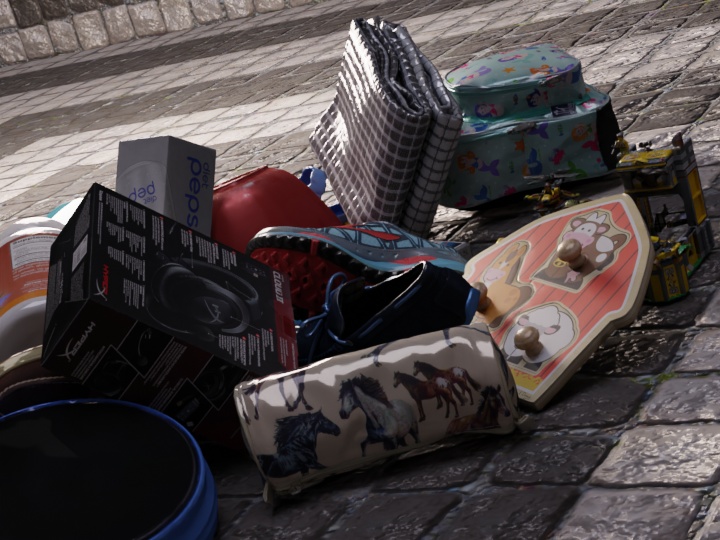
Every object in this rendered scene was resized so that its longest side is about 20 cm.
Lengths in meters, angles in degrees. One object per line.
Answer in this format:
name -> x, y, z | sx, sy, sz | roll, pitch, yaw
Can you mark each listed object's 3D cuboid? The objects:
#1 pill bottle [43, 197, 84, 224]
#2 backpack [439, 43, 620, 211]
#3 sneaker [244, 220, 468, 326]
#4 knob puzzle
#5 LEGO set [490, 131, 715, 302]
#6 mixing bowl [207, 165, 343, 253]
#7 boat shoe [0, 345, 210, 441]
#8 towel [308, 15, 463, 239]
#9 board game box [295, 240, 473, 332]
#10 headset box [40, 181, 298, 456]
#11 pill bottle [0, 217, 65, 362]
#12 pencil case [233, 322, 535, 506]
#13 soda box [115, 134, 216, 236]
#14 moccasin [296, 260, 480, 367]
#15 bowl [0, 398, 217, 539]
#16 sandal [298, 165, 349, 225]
pill bottle -> -0.298, -0.009, 1.739 | 0.110, 0.111, 0.200 | -11, 17, 15
backpack -> 0.152, -0.142, 1.711 | 0.199, 0.151, 0.178 | -21, 18, 0
sneaker -> 0.000, 0.000, 1.412 | 0.199, 0.080, 0.096 | 12, 26, -7
knob puzzle -> 0.138, 0.006, 1.276 | 0.219, 0.031, 0.220 | -27, 30, 17
LEGO set -> 0.197, -0.047, 1.387 | 0.199, 0.117, 0.154 | -2, 21, 41
mixing bowl -> -0.111, -0.031, 1.577 | 0.199, 0.109, 0.200 | -23, 6, 2
boat shoe -> -0.186, 0.103, 1.256 | 0.199, 0.072, 0.072 | 8, 39, -39
towel -> 0.022, -0.139, 1.656 | 0.085, 0.166, 0.200 | -1, 38, -21
board game box -> -0.009, 0.024, 1.496 | 0.199, 0.035, 0.126 | -27, 19, -34
headset box -> -0.133, 0.040, 1.259 | 0.077, 0.199, 0.149 | -50, 28, 27
pill bottle -> -0.270, 0.033, 1.431 | 0.112, 0.113, 0.200 | -18, 28, -6
pencil case -> 0.016, 0.097, 1.162 | 0.199, 0.090, 0.078 | -15, -12, 1
soda box -> -0.178, -0.015, 1.483 | 0.063, 0.201, 0.068 | -3, -10, 36
moccasin -> 0.005, 0.031, 1.313 | 0.199, 0.068, 0.081 | -26, 35, 37
bowl -> -0.196, 0.154, 1.128 | 0.199, 0.040, 0.201 | -2, 31, 1
sandal -> -0.095, -0.046, 1.720 | 0.199, 0.088, 0.079 | -22, 19, -14
